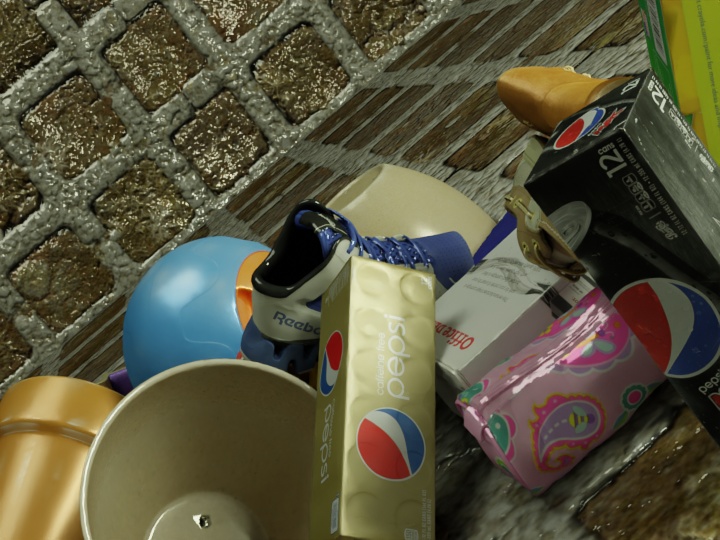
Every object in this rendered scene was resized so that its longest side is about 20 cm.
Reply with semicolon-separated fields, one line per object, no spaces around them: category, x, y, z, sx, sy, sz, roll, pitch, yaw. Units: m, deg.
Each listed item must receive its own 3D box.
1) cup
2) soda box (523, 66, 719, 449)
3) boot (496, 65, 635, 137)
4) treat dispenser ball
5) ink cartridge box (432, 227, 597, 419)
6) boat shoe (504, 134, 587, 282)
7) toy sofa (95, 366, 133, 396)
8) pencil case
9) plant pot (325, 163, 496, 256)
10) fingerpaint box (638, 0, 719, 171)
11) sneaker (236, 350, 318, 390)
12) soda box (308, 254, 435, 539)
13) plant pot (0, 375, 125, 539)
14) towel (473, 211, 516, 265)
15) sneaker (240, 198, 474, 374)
cup;-0.101;0.184;0.880;0.200;0.199;0.144;-47;-10;-31
soda box;0.171;0.004;0.630;0.063;0.201;0.071;-29;16;38
boot;0.138;-0.095;0.781;0.200;0.143;0.072;12;-74;-55
treat dispenser ball;-0.135;0.068;1.221;0.200;0.202;0.201;-37;13;10
ink cartridge box;0.138;0.025;0.903;0.200;0.085;0.144;-41;14;-8
boat shoe;0.136;-0.029;0.799;0.067;0.073;0.200;-61;9;16
toy sofa;-0.180;0.120;1.342;0.198;0.084;0.098;-22;7;-8
pencil case;0.154;0.050;0.779;0.199;0.088;0.087;-41;13;-1
plant pot;0.029;-0.028;1.269;0.199;0.135;0.201;-38;13;10
fingerpaint box;0.244;-0.099;0.655;0.165;0.202;0.074;-16;27;8
sneaker;-0.105;0.126;0.983;0.201;0.078;0.082;-50;20;-4
soda box;0.010;0.095;0.838;0.064;0.067;0.203;129;149;-55
plant pot;-0.297;0.238;1.219;0.199;0.200;0.185;-28;32;40
towel;0.174;-0.049;1.139;0.200;0.050;0.147;-51;7;-37
sneaker;-0.001;0.000;0.946;0.197;0.116;0.081;-19;44;-18
